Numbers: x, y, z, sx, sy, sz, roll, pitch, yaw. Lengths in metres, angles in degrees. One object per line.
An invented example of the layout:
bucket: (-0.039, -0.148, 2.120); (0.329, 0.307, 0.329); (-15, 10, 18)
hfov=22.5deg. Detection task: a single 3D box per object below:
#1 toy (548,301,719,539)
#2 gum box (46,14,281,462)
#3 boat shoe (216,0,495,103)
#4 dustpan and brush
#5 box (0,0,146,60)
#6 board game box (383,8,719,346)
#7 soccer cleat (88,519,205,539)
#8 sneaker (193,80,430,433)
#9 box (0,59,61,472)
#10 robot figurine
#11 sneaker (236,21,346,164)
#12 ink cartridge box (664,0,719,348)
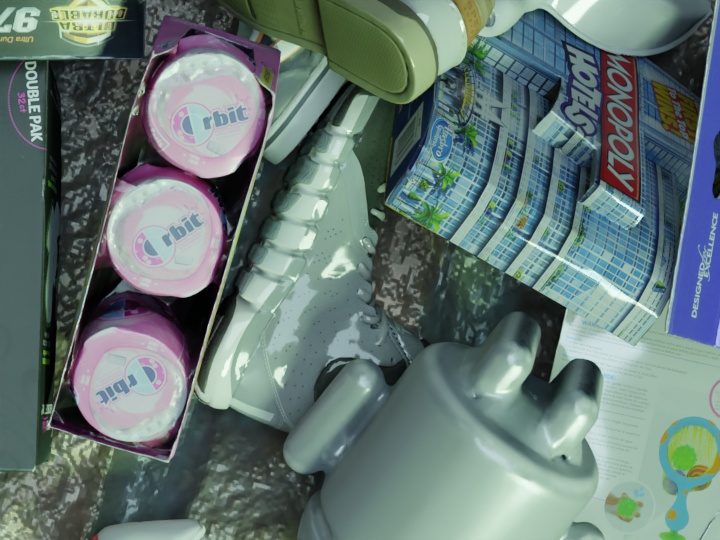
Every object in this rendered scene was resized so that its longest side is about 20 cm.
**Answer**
toy: (0.145, 0.099, 0.981); (0.114, 0.047, 0.202); (13, 89, -9)
gum box: (-0.094, -0.024, 0.894); (0.065, 0.114, 0.202); (16, 105, -7)
boat shoe: (-0.021, -0.154, 0.886); (0.068, 0.075, 0.200); (-38, 61, -25)
dustpan and brush: (0.106, -0.159, 0.944); (0.057, 0.200, 0.140); (-37, 91, 28)
box: (-0.194, -0.177, 0.817); (0.198, 0.046, 0.161); (-3, 116, -13)
board game box: (0.116, -0.064, 0.935); (0.199, 0.201, 0.062); (28, 126, -15)
soccer cleat: (-0.093, 0.227, 0.935); (0.084, 0.069, 0.202); (-16, 84, -3)
sneaker: (0.000, 0.000, 0.963); (0.115, 0.075, 0.201); (28, 94, -9)
box: (-0.226, -0.002, 0.903); (0.147, 0.124, 0.203); (1, 85, -6)
robot figurine: (0.043, 0.118, 0.918); (0.169, 0.113, 0.201); (38, 108, 3)
sneaker: (-0.013, -0.159, 0.960); (0.079, 0.078, 0.201); (38, 85, -9)
ink cartridge box: (0.234, -0.048, 0.941); (0.199, 0.043, 0.200); (14, 83, -51)
